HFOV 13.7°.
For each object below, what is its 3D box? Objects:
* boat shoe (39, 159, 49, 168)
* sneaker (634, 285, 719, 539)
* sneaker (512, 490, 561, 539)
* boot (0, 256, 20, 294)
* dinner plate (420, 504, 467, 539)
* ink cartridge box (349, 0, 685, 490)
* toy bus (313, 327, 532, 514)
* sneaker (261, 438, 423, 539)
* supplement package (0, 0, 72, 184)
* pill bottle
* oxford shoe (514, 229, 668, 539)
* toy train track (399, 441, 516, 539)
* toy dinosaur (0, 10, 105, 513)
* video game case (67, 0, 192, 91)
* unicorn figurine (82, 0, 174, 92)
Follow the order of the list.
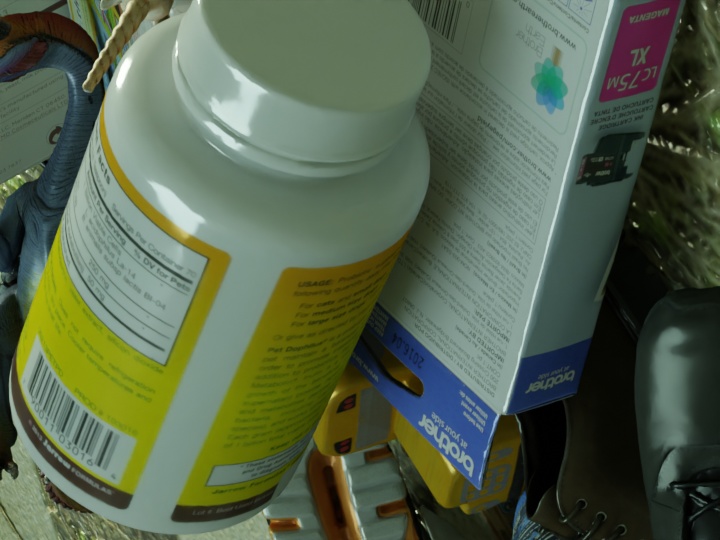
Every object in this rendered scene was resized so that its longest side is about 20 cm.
[{"bbox_3d":[-0.088,-0.034,1.363,0.200,0.060,0.074,43,154,35],"label":"boat shoe"},{"bbox_3d":[0.129,0.100,0.972,0.076,0.091,0.200,-6,116,21],"label":"sneaker"},{"bbox_3d":[0.111,0.148,1.161,0.200,0.077,0.085,58,-161,-46],"label":"sneaker"},{"bbox_3d":[-0.096,0.033,1.319,0.153,0.074,0.204,25,176,6],"label":"boot"},{"bbox_3d":[0.072,0.186,1.236,0.200,0.024,0.201,157,90,-89],"label":"dinner plate"},{"bbox_3d":[0.039,-0.040,1.001,0.119,0.042,0.200,43,131,37],"label":"ink cartridge box"},{"bbox_3d":[0.000,0.000,1.155,0.065,0.078,0.200,98,151,-61],"label":"toy bus"},{"bbox_3d":[0.004,0.147,1.249,0.077,0.078,0.201,-125,25,-82],"label":"sneaker"},{"bbox_3d":[-0.188,-0.140,1.260,0.117,0.117,0.200,44,155,38],"label":"supplement package"},{"bbox_3d":[-0.044,-0.011,0.999,0.109,0.109,0.200,49,138,23],"label":"pill bottle"},{"bbox_3d":[0.100,0.084,1.066,0.200,0.084,0.073,55,158,3],"label":"oxford shoe"},{"bbox_3d":[0.037,0.088,1.288,0.200,0.032,0.115,59,160,-4],"label":"toy train track"},{"bbox_3d":[-0.132,-0.006,1.209,0.200,0.105,0.182,117,159,-77],"label":"toy dinosaur"},{"bbox_3d":[-0.082,-0.079,1.166,0.200,0.023,0.182,83,163,-44],"label":"video game case"},{"bbox_3d":[-0.060,-0.175,1.005,0.137,0.074,0.200,-42,60,31],"label":"unicorn figurine"}]
